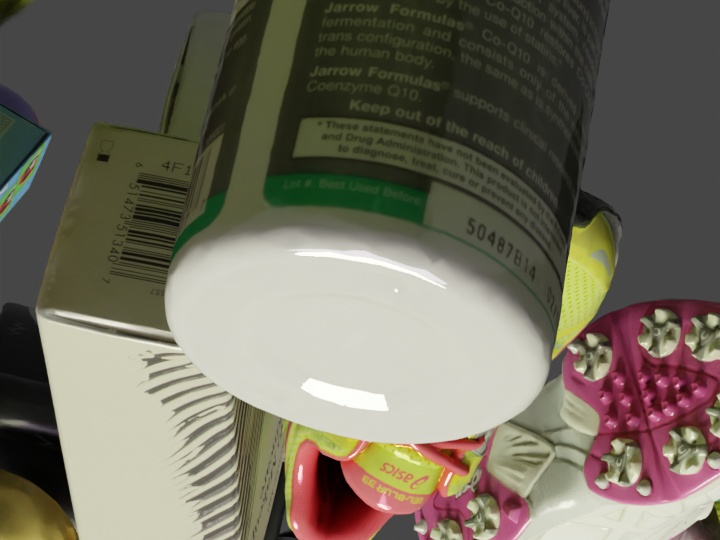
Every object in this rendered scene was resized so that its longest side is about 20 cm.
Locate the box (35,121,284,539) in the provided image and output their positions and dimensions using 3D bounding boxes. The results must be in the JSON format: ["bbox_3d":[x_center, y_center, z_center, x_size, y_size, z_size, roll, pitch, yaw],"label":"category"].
[{"bbox_3d":[-0.066,0.038,0.918,0.068,0.083,0.200,11,151,6],"label":"box"}]

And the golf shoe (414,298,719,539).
[{"bbox_3d":[0.104,0.062,0.937,0.091,0.076,0.200,10,157,-36],"label":"golf shoe"}]

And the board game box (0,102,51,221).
[{"bbox_3d":[-0.217,-0.023,0.878,0.151,0.200,0.037,31,130,2],"label":"board game box"}]

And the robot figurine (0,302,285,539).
[{"bbox_3d":[-0.131,0.081,1.135,0.198,0.125,0.151,15,126,-5],"label":"robot figurine"}]

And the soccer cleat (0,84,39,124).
[{"bbox_3d":[-0.220,-0.052,0.996,0.199,0.067,0.076,2,160,24],"label":"soccer cleat"}]

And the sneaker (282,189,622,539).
[{"bbox_3d":[0.027,0.037,0.872,0.078,0.091,0.200,21,145,-12],"label":"sneaker"}]

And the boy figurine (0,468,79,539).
[{"bbox_3d":[-0.074,0.136,1.047,0.198,0.065,0.124,16,159,2],"label":"boy figurine"}]

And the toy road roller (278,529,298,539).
[{"bbox_3d":[0.018,0.204,1.233,0.198,0.147,0.123,5,178,5],"label":"toy road roller"}]

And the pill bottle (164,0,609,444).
[{"bbox_3d":[0.015,-0.061,0.767,0.112,0.201,0.113,9,150,5],"label":"pill bottle"}]

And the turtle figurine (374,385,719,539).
[{"bbox_3d":[0.083,0.097,1.107,0.199,0.102,0.150,8,168,-24],"label":"turtle figurine"}]

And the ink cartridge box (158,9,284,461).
[{"bbox_3d":[0.000,0.000,0.990,0.144,0.085,0.200,9,151,5],"label":"ink cartridge box"}]
